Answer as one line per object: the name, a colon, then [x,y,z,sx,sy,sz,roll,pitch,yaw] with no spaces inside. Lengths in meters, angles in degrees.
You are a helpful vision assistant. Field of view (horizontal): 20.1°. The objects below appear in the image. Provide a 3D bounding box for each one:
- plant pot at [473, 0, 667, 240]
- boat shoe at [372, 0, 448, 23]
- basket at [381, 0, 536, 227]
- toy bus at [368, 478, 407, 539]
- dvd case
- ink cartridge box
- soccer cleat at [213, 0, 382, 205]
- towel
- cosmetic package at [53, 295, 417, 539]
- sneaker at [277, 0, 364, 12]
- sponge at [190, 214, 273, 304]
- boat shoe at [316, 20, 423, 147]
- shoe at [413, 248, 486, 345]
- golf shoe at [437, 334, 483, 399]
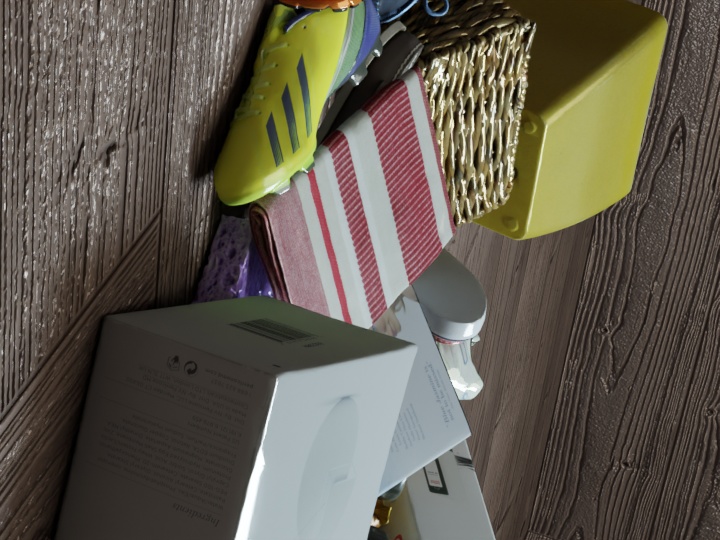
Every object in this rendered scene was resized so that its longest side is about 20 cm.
plant pot: [0.136,-0.142,1.841,0.176,0.199,0.201,-44,151,-45]
boat shoe: [0.049,-0.244,1.536,0.200,0.068,0.084,-56,161,-48]
basket: [0.035,-0.141,1.640,0.142,0.149,0.200,-25,141,-28]
toy bus: [-0.045,0.184,1.573,0.192,0.135,0.201,115,-8,-76]
dvd case: [0.007,0.083,1.468,0.200,0.018,0.143,-24,93,-58]
ink cartridge box: [0.026,0.204,1.646,0.146,0.084,0.200,-55,-150,30]
soccer cleat: [-0.050,-0.122,1.306,0.084,0.065,0.200,60,44,-33]
towel: [-0.003,-0.034,1.400,0.200,0.023,0.144,-45,133,-42]
cosmetic package: [-0.079,0.130,1.235,0.199,0.123,0.201,-6,111,-65]
sneaker: [0.004,-0.246,1.323,0.200,0.075,0.079,-64,162,-47]
sponge: [-0.084,0.044,1.406,0.200,0.030,0.112,65,41,-72]
boat shoe: [-0.001,-0.095,1.461,0.200,0.059,0.072,-58,173,-31]
shoe: [0.037,0.026,1.660,0.200,0.071,0.091,52,-46,51]
golf shoe: [0.057,0.038,1.786,0.078,0.097,0.200,-46,-146,34]
